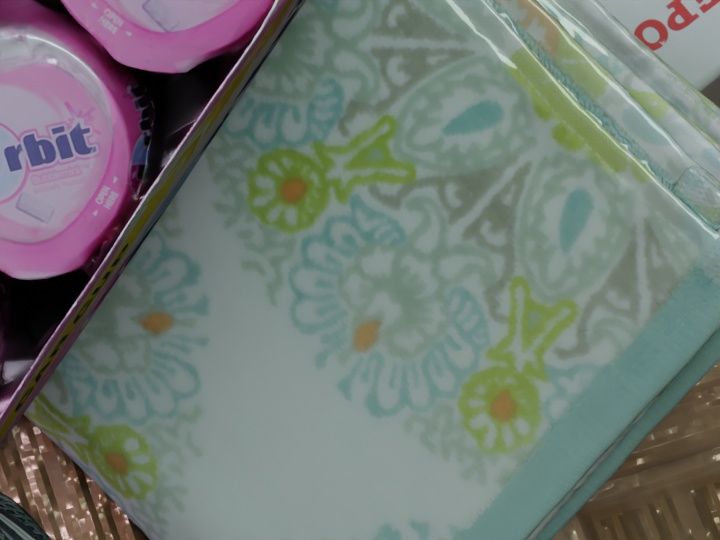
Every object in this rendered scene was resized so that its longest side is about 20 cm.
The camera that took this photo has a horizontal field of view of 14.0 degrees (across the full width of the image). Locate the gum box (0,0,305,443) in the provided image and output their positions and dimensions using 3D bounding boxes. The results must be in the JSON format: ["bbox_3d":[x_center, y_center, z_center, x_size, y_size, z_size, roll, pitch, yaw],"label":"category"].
[{"bbox_3d":[-0.071,-0.038,0.705,0.066,0.200,0.114,35,22,-3],"label":"gum box"}]

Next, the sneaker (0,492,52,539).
[{"bbox_3d":[-0.143,0.073,0.768,0.200,0.081,0.075,35,48,-2],"label":"sneaker"}]

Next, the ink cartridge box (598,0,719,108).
[{"bbox_3d":[0.056,-0.130,0.875,0.144,0.085,0.200,-37,81,-22],"label":"ink cartridge box"}]

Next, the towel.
[{"bbox_3d":[0.000,0.000,0.777,0.171,0.200,0.048,45,23,11],"label":"towel"}]
